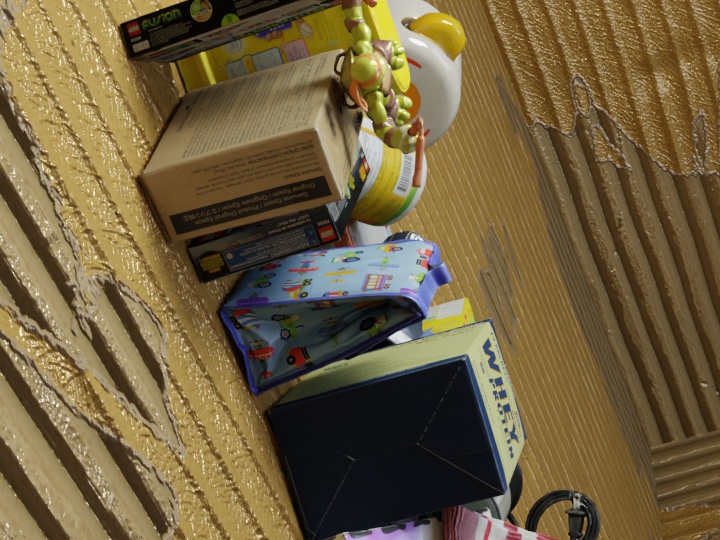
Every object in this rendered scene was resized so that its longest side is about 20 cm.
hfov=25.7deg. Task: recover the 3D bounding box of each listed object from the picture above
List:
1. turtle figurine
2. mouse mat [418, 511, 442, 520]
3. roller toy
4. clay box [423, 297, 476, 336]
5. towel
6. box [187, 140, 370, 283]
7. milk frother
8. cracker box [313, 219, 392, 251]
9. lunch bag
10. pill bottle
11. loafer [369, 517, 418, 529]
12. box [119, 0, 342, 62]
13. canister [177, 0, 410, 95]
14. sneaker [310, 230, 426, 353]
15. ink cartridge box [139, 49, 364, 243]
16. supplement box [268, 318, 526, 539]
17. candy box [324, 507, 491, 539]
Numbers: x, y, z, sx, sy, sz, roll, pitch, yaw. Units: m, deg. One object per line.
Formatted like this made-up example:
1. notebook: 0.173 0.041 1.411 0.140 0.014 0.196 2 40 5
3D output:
1. turtle figurine: 0.013 -0.162 1.394 0.161 0.064 0.201 -9 78 -83
2. mouse mat: 0.060 0.217 1.718 0.161 0.008 0.201 -14 -88 64
3. roller toy: 0.037 -0.240 1.975 0.140 0.199 0.183 -85 168 -53
4. clay box: 0.074 0.107 1.878 0.200 0.114 0.048 -74 145 -63
5. towel: 0.152 0.315 1.513 0.200 0.023 0.145 25 54 -39
6. box: -0.071 -0.059 1.478 0.200 0.136 0.040 -68 139 -67
7. milk frother: 0.171 0.294 1.870 0.188 0.199 0.181 -34 111 -74
8. cracker box: -0.001 -0.003 1.832 0.200 0.057 0.134 -44 116 -73
9. lunch bag: -0.011 0.024 1.482 0.151 0.199 0.094 -64 135 -68
10. pill bottle: -0.030 -0.122 1.686 0.200 0.111 0.111 19 53 -48
11. loafer: 0.019 0.263 1.628 0.200 0.072 0.063 -43 134 -70
12. box: -0.105 -0.235 1.422 0.110 0.199 0.035 -25 98 -76
13. canister: -0.067 -0.210 1.532 0.087 0.199 0.149 -56 128 -70
14. sneaker: -0.001 0.001 1.671 0.202 0.077 0.147 41 50 -32
15. ink cartridge box: -0.090 -0.114 1.412 0.200 0.164 0.075 -77 149 -61
16. supplement box: 0.043 0.152 1.544 0.200 0.199 0.135 -38 112 -76
17. candy box: 0.055 0.323 1.482 0.200 0.071 0.168 -1 70 -44
